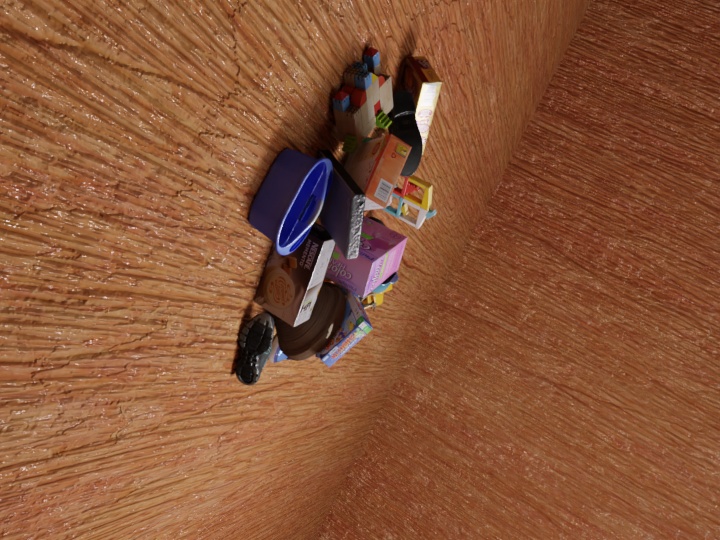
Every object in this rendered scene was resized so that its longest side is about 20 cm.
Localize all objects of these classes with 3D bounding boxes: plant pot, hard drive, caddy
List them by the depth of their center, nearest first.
[{"bbox_3d":[-0.122,-0.130,1.333,0.203,0.104,0.141,-62,163,0],"label":"caddy"},{"bbox_3d":[-0.046,-0.136,1.410,0.032,0.201,0.142,-7,125,-23],"label":"hard drive"},{"bbox_3d":[-0.135,0.098,1.611,0.092,0.199,0.203,40,75,-31],"label":"plant pot"}]

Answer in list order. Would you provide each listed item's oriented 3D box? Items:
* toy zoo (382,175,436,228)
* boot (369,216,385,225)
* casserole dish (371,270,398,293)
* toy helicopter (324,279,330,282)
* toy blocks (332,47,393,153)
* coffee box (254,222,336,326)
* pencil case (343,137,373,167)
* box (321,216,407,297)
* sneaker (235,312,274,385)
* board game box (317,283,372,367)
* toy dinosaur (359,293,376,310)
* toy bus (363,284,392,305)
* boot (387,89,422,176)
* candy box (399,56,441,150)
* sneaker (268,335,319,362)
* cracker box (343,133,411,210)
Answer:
[{"bbox_3d":[0.107,-0.191,1.779,0.020,0.197,0.133,-44,156,-43],"label":"toy zoo"},{"bbox_3d":[0.022,-0.033,1.966,0.160,0.078,0.212,-61,150,-22],"label":"boot"},{"bbox_3d":[0.000,0.000,1.748,0.121,0.196,0.039,-46,155,-58],"label":"casserole dish"},{"bbox_3d":[-0.082,0.099,1.777,0.201,0.131,0.080,-50,161,-34],"label":"toy helicopter"},{"bbox_3d":[0.005,-0.358,1.424,0.201,0.098,0.138,-52,150,-33],"label":"toy blocks"},{"bbox_3d":[-0.136,-0.002,1.484,0.079,0.113,0.203,-23,139,-63],"label":"coffee box"},{"bbox_3d":[-0.012,-0.210,1.588,0.202,0.084,0.093,-58,179,-18],"label":"pencil case"},{"bbox_3d":[-0.011,-0.047,1.683,0.199,0.173,0.098,-36,147,-55],"label":"box"},{"bbox_3d":[-0.232,0.162,1.557,0.080,0.074,0.202,-62,177,-55],"label":"sneaker"},{"bbox_3d":[-0.054,0.113,1.618,0.135,0.201,0.034,-42,122,10],"label":"board game box"},{"bbox_3d":[-0.011,0.076,1.721,0.198,0.100,0.059,-29,103,-40],"label":"toy dinosaur"},{"bbox_3d":[0.037,-0.007,1.841,0.064,0.077,0.205,-18,108,-45],"label":"toy bus"},{"bbox_3d":[0.094,-0.312,1.600,0.174,0.067,0.205,-148,-124,-85],"label":"boot"},{"bbox_3d":[0.130,-0.392,1.676,0.055,0.118,0.203,-6,136,-17],"label":"candy box"},{"bbox_3d":[-0.126,0.191,1.763,0.200,0.145,0.082,-43,156,-49],"label":"sneaker"},{"bbox_3d":[0.017,-0.195,1.434,0.136,0.057,0.199,-66,-158,-7],"label":"cracker box"}]
